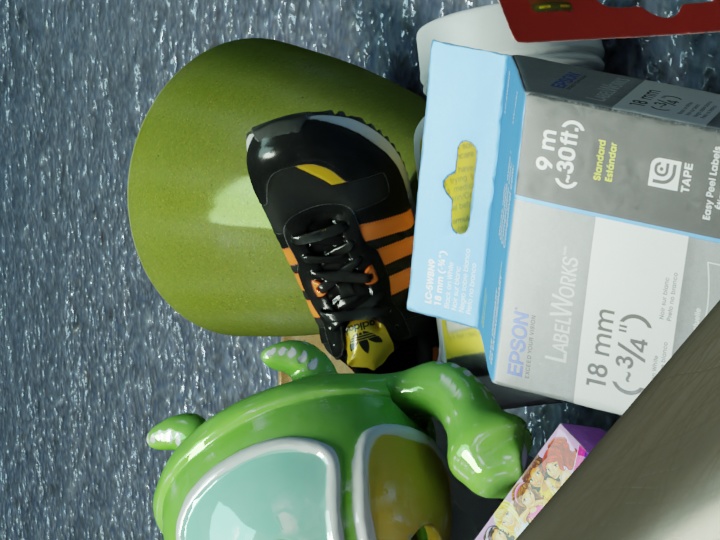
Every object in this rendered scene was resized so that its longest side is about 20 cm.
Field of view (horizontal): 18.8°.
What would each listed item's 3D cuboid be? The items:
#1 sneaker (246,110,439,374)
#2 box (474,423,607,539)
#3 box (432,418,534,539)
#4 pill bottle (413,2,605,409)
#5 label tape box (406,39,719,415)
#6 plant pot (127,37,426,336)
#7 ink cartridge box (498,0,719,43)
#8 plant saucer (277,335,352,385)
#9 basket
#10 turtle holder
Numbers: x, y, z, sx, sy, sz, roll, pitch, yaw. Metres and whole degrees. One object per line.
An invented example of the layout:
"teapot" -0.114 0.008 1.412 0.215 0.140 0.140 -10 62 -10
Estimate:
"sneaker" 0.000 0.000 1.104 0.200 0.070 0.090 58 -158 -53
"box" 0.088 0.190 0.998 0.137 0.039 0.200 47 112 35
"box" 0.037 0.218 1.170 0.200 0.131 0.199 -48 43 19
"pill bottle" 0.088 -0.032 1.117 0.114 0.114 0.200 161 103 -66
"label tape box" 0.108 -0.014 0.991 0.200 0.063 0.144 13 113 20
"plant pot" -0.005 -0.039 1.286 0.200 0.187 0.187 11 105 50
"ink cartridge box" 0.114 -0.197 0.964 0.047 0.160 0.200 119 140 -54
"plant saucer" -0.003 0.099 1.451 0.200 0.035 0.201 175 90 -67
"basket" 0.151 0.098 0.858 0.200 0.136 0.180 -48 14 24
"turtle holder" -0.006 0.123 1.073 0.141 0.185 0.132 82 172 -50
